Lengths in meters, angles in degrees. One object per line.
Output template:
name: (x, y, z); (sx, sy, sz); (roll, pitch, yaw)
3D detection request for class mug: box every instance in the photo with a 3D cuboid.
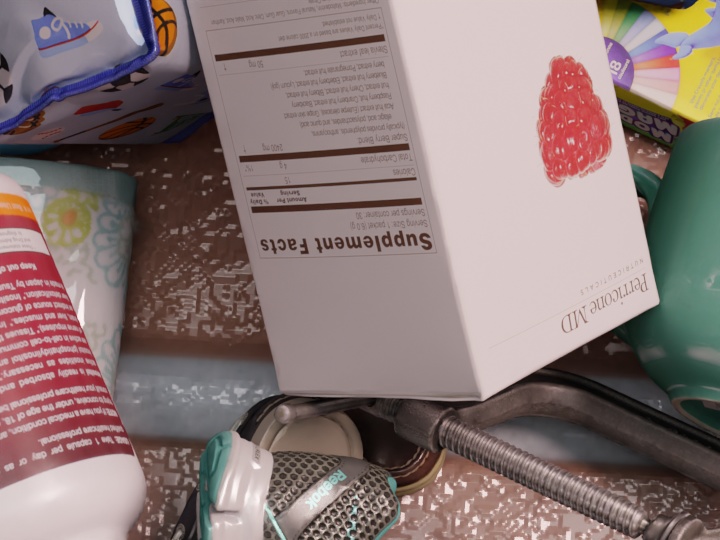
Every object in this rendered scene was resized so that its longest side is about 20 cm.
mug: (0.183, 0.017, 1.029); (0.151, 0.185, 0.115); (24, 78, -23)

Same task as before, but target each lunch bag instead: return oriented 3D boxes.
lunch bag: (-0.112, -0.165, 1.024); (0.123, 0.170, 0.202); (-22, 82, 23)

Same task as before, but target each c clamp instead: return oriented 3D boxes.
c clamp: (0.088, 0.083, 0.996); (0.199, 0.170, 0.027); (22, 110, 25)

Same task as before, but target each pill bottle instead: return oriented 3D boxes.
pill bottle: (-0.159, 0.068, 1.001); (0.112, 0.113, 0.201); (-24, 76, -3)

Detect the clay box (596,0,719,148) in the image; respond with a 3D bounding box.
clay box: (0.155, -0.119, 1.109); (0.199, 0.048, 0.115); (26, 75, 12)

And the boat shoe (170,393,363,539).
boat shoe: (-0.060, 0.147, 1.053); (0.072, 0.063, 0.201); (24, 90, -23)

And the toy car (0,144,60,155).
toy car: (-0.247, -0.138, 1.111); (0.199, 0.177, 0.186); (-21, 63, 28)

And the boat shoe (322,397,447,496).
boat shoe: (0.000, 0.000, 1.074); (0.071, 0.072, 0.202); (-6, 75, 3)

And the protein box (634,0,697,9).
protein box: (0.127, -0.255, 1.010); (0.134, 0.198, 0.202); (6, 61, -33)

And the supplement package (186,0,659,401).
supplement package: (0.024, -0.062, 0.960); (0.121, 0.119, 0.202); (-25, 106, -42)

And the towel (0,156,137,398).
towel: (-0.209, 0.029, 1.096); (0.198, 0.048, 0.173); (5, 78, 5)

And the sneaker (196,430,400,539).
sneaker: (-0.022, 0.163, 0.977); (0.090, 0.078, 0.202); (0, 113, -6)
